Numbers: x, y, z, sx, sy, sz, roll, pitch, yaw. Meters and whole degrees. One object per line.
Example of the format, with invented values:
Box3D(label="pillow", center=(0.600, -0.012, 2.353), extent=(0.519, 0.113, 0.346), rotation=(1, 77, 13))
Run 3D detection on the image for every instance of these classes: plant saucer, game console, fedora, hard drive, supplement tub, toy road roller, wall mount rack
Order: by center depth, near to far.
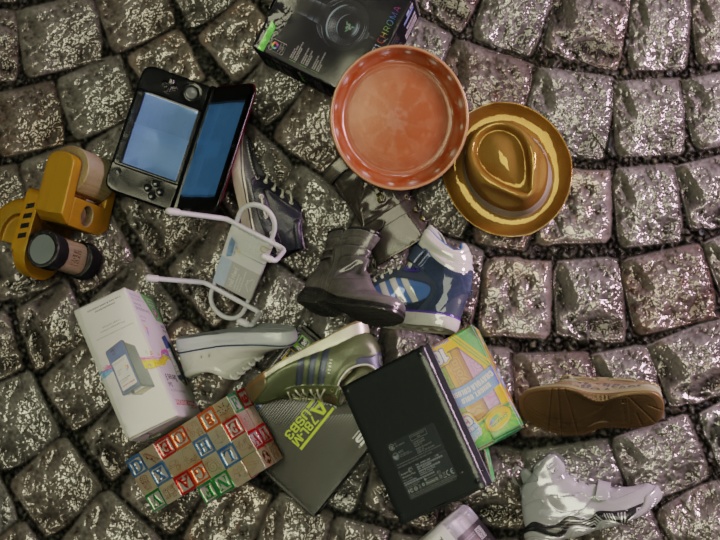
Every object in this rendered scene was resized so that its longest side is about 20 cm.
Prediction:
Box3D(label="hard drive", center=(0.072, 0.218, 1.605), extent=(0.139, 0.033, 0.202), rotation=(-28, 81, 24))
Box3D(label="supplement tub", center=(0.160, 0.432, 1.641), extent=(0.122, 0.123, 0.201), rotation=(-40, 79, 2))
Box3D(label="plant saucer", center=(0.054, -0.215, 1.701), extent=(0.197, 0.032, 0.203), rotation=(0, 93, -7))
Box3D(label="fedora", center=(0.208, -0.150, 1.718), extent=(0.198, 0.082, 0.204), rotation=(-1, 84, 9))
Box3D(label="wall mount rack", center=(-0.205, -0.012, 1.723), extent=(0.172, 0.075, 0.202), rotation=(26, 118, 6))
Box3D(label="game console", center=(-0.264, -0.195, 1.762), extent=(0.170, 0.119, 0.202), rotation=(19, 79, -9))
Box3D(label="toy road roller", center=(-0.463, -0.087, 1.796), extent=(0.144, 0.123, 0.203), rotation=(14, 86, 21))

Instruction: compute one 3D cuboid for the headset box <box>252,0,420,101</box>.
Box3D(label="headset box", center=(-0.040, -0.357, 1.774), extent=(0.198, 0.093, 0.176), rotation=(28, 88, 11))

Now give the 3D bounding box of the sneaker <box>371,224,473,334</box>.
Box3D(label="sneaker", center=(0.067, 0.006, 1.720), extent=(0.198, 0.080, 0.148), rotation=(7, 78, 27))

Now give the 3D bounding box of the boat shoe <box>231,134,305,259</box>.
Box3D(label="boat shoe", center=(-0.135, -0.111, 1.777), extent=(0.091, 0.075, 0.203), rotation=(-9, 91, 3))

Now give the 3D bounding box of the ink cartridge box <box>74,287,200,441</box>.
Box3D(label="ink cartridge box", center=(-0.316, 0.138, 1.733), extent=(0.087, 0.145, 0.202), rotation=(-24, 80, 3))

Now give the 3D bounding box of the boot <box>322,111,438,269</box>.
Box3D(label="boot", center=(0.058, -0.120, 1.755), extent=(0.199, 0.069, 0.175), rotation=(-37, 85, 7))

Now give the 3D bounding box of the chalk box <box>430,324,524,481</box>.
Box3D(label="chalk box", center=(0.150, 0.193, 1.669), extent=(0.123, 0.124, 0.202), rotation=(-27, 81, 5))

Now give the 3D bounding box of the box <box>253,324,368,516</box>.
Box3D(label="box", center=(-0.073, 0.215, 1.738), extent=(0.193, 0.048, 0.201), rotation=(40, 91, 14))

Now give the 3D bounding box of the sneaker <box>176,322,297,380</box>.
Box3D(label="sneaker", center=(-0.175, 0.120, 1.748), extent=(0.198, 0.073, 0.072), rotation=(-8, 96, 28))

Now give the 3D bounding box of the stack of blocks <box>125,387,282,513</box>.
Box3D(label="stack of blocks", center=(-0.224, 0.270, 1.719), extent=(0.199, 0.058, 0.116), rotation=(-32, 85, 21))

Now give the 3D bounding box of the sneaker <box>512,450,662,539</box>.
Box3D(label="sneaker", center=(0.307, 0.299, 1.657), extent=(0.198, 0.075, 0.116), rotation=(-19, 84, 9))

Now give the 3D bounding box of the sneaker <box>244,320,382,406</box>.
Box3D(label="sneaker", center=(-0.058, 0.154, 1.684), extent=(0.199, 0.067, 0.090), rotation=(-29, 72, -1))

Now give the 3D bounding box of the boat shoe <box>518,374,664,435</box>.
Box3D(label="boat shoe", center=(0.321, 0.184, 1.682), extent=(0.197, 0.063, 0.074), rotation=(1, 110, 11))

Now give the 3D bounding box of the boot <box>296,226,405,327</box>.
Box3D(label="boot", center=(0.000, 0.000, 1.669), extent=(0.199, 0.070, 0.133), rotation=(10, 69, 43))
